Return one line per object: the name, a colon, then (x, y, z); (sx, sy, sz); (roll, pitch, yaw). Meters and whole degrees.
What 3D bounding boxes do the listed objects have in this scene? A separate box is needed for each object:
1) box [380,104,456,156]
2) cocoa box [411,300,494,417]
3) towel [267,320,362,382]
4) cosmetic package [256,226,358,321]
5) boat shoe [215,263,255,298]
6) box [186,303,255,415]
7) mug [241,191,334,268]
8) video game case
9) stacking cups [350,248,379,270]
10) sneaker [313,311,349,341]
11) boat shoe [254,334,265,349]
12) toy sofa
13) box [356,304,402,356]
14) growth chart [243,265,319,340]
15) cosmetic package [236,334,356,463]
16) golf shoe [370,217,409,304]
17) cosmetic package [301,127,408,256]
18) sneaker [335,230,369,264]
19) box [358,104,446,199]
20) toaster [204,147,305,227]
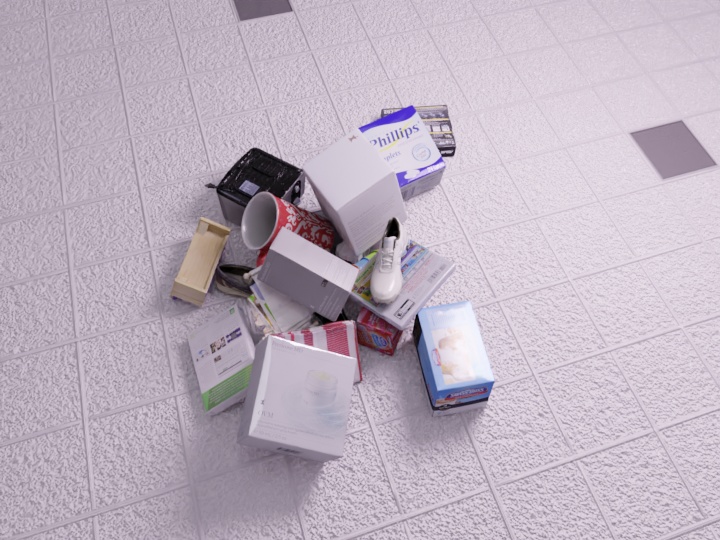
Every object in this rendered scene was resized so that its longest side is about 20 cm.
box: (0.160, -0.391, 1.948); (0.194, 0.050, 0.165); (-5, 59, -4)
cocoa box: (0.197, 0.190, 1.507); (0.130, 0.132, 0.204); (-8, 56, -7)
towel: (-0.098, 0.194, 1.508); (0.195, 0.148, 0.023); (-10, 13, -9)
cosmetic package: (-0.114, 0.008, 1.496); (0.196, 0.108, 0.091); (26, 42, -5)
boat shoe: (-0.253, 0.028, 1.643); (0.195, 0.065, 0.073); (13, 54, 6)
box: (-0.297, 0.194, 1.517); (0.142, 0.036, 0.203); (-30, 57, 10)
mug: (-0.177, -0.077, 1.647); (0.198, 0.180, 0.133); (14, 23, -46)
video game case: (0.087, 0.019, 1.551); (0.180, 0.022, 0.200); (30, 65, 33)
stacking cups: (0.000, 0.000, 1.647); (0.198, 0.061, 0.060); (-28, 60, -34)
sneaker: (-0.064, 0.098, 1.591); (0.075, 0.085, 0.202); (-23, 60, -17)
boat shoe: (-0.175, 0.154, 1.558); (0.067, 0.072, 0.201); (29, 63, 18)
toy sofa: (-0.386, -0.016, 1.668); (0.081, 0.098, 0.204); (21, 55, -11)
box: (0.069, 0.079, 1.597); (0.093, 0.101, 0.202); (18, 57, 13)
growth chart: (-0.180, 0.071, 1.537); (0.142, 0.018, 0.204); (-22, 82, -21)
cosmetic package: (-0.127, 0.261, 1.398); (0.195, 0.123, 0.205); (16, 65, -17)
golf shoe: (0.057, -0.026, 1.517); (0.076, 0.098, 0.204); (1, 53, 14)
cosmetic package: (-0.009, -0.181, 1.626); (0.165, 0.201, 0.168); (-35, 58, -6)
sneaker: (-0.007, -0.109, 1.739); (0.097, 0.079, 0.203); (16, 56, 13)
box: (0.097, -0.297, 1.815); (0.181, 0.105, 0.203); (-24, 74, -12)
toaster: (-0.260, -0.201, 1.765); (0.197, 0.120, 0.182); (26, 58, 15)
